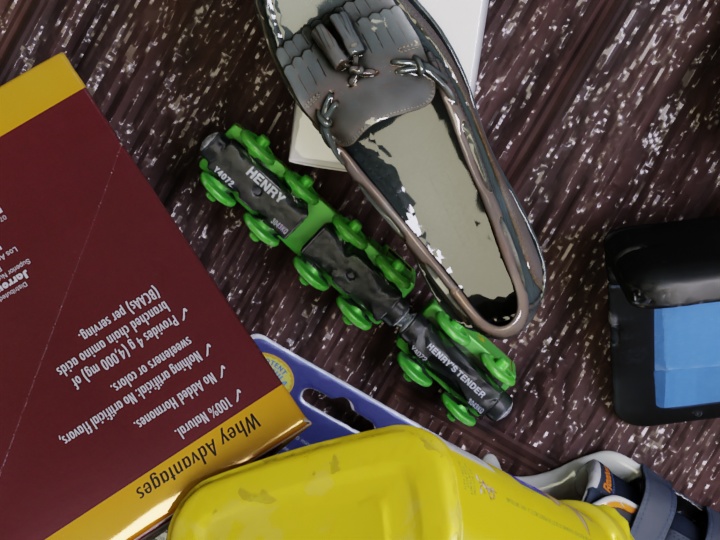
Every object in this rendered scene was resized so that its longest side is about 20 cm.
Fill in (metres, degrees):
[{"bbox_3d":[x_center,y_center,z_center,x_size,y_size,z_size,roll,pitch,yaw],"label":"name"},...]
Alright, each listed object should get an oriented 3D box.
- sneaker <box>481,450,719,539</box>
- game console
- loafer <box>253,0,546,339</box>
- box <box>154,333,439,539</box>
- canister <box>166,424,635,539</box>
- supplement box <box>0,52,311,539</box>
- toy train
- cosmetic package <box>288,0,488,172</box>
[{"bbox_3d":[0.144,0.139,1.061,0.199,0.078,0.080,8,106,1],"label":"sneaker"},{"bbox_3d":[0.220,0.029,0.989,0.199,0.176,0.117,-8,101,2],"label":"game console"},{"bbox_3d":[0.021,-0.058,0.926,0.072,0.063,0.200,-33,99,7],"label":"loafer"},{"bbox_3d":[-0.053,0.139,1.085,0.121,0.032,0.200,30,102,-5],"label":"box"},{"bbox_3d":[0.024,0.137,0.943,0.148,0.200,0.087,-18,65,24],"label":"canister"},{"bbox_3d":[-0.166,0.049,0.967,0.197,0.133,0.200,-33,85,-17],"label":"supplement box"},{"bbox_3d":[0.000,0.000,1.048,0.200,0.056,0.042,43,103,-7],"label":"toy train"},{"bbox_3d":[0.021,-0.148,0.995,0.085,0.108,0.201,9,99,-1],"label":"cosmetic package"}]
